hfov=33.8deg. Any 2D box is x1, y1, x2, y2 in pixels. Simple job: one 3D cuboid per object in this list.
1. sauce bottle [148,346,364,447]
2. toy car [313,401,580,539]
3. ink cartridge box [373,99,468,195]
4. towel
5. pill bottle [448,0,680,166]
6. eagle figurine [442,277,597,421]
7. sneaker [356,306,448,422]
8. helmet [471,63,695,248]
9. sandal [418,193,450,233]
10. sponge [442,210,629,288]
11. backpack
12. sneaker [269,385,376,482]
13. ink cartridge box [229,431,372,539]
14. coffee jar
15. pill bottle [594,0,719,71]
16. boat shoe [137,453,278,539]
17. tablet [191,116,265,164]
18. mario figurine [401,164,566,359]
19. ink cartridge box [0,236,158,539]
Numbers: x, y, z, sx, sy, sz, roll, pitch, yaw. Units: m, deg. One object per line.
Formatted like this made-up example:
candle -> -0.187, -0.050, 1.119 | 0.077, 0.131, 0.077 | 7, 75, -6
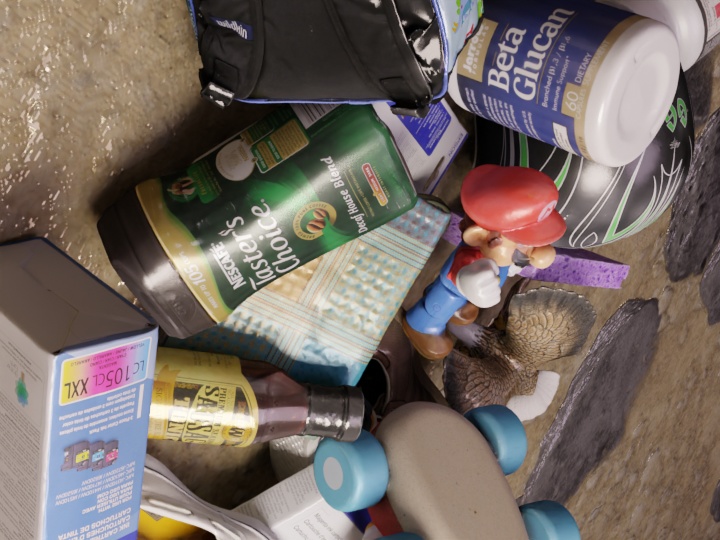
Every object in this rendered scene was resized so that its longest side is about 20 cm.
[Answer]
sauce bottle -> -0.096, 0.089, 0.827 | 0.199, 0.066, 0.066 | 7, 112, -17
toy car -> 0.037, 0.226, 0.970 | 0.184, 0.177, 0.200 | -4, 145, -38
ink cartridge box -> 0.022, -0.113, 0.936 | 0.100, 0.039, 0.200 | -58, 153, -5
towel -> -0.043, 0.012, 0.864 | 0.146, 0.022, 0.201 | 28, 97, -15
pill bottle -> 0.134, -0.163, 0.916 | 0.111, 0.200, 0.112 | -30, 134, -37
eagle figurine -> 0.135, 0.082, 1.122 | 0.200, 0.150, 0.153 | -146, -123, -82
sneaker -> 0.025, 0.114, 1.087 | 0.076, 0.070, 0.201 | -47, 134, -28
helmet -> 0.196, -0.113, 1.053 | 0.200, 0.199, 0.192 | -19, 115, -46
sandal -> -0.001, 0.001, 0.942 | 0.201, 0.057, 0.080 | -28, 152, -35
sponge -> 0.171, -0.018, 1.149 | 0.200, 0.111, 0.030 | 6, 107, -54
backpack -> -0.022, -0.213, 0.703 | 0.201, 0.182, 0.147 | 74, 30, -43
sneaker -> -0.034, 0.111, 1.000 | 0.079, 0.078, 0.201 | -32, 148, -29
ink cartridge box -> -0.038, 0.242, 1.043 | 0.199, 0.043, 0.197 | -29, 142, 4
coffee jar -> -0.068, -0.041, 0.784 | 0.199, 0.085, 0.104 | -31, 137, 0
pill bottle -> 0.303, -0.257, 1.151 | 0.200, 0.116, 0.117 | -37, 139, -33
boat shoe -> -0.122, 0.213, 0.902 | 0.071, 0.070, 0.200 | -38, 125, 8
tablet -> -0.070, -0.025, 0.911 | 0.130, 0.014, 0.201 | -36, 138, -33
mario figurine -> 0.111, 0.001, 0.962 | 0.105, 0.124, 0.200 | 9, 142, -17
ink cartridge box -> -0.197, 0.099, 0.721 | 0.076, 0.136, 0.201 | -11, 122, -43
